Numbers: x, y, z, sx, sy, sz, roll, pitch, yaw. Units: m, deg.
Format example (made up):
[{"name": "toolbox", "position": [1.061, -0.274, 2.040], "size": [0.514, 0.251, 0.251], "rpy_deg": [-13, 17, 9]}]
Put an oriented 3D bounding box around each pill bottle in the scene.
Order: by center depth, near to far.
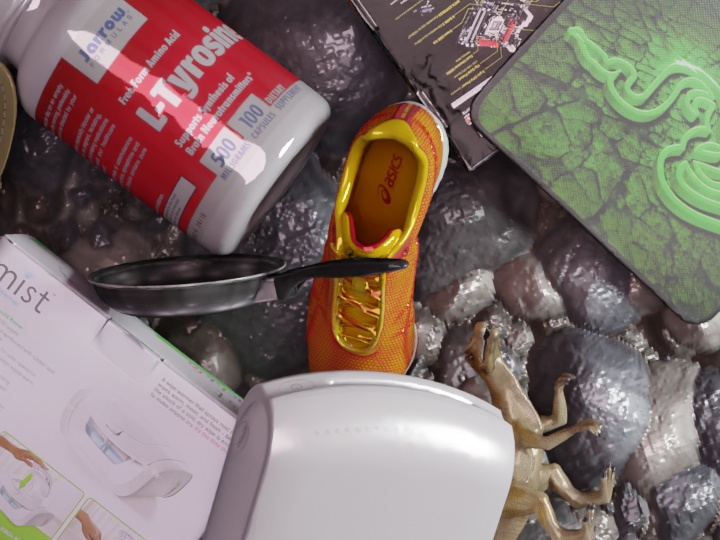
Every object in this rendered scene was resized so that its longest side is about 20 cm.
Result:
[{"name": "pill bottle", "position": [-0.126, -0.109, 1.402], "size": [0.200, 0.112, 0.112], "rpy_deg": [36, 92, 3]}]

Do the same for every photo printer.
[{"name": "photo printer", "position": [-0.007, 0.151, 1.362], "size": [0.166, 0.069, 0.201], "rpy_deg": [8, 112, -24]}]

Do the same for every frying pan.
[{"name": "frying pan", "position": [-0.062, 0.005, 1.377], "size": [0.189, 0.115, 0.031], "rpy_deg": [-2, 99, 6]}]

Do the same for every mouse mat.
[{"name": "mouse mat", "position": [0.182, -0.085, 1.403], "size": [0.200, 0.008, 0.161], "rpy_deg": [41, 96, -14]}]

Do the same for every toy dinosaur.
[{"name": "toy dinosaur", "position": [0.095, 0.128, 1.425], "size": [0.101, 0.058, 0.201], "rpy_deg": [8, 101, 21]}]

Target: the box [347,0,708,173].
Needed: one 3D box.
[{"name": "box", "position": [0.099, -0.179, 1.419], "size": [0.200, 0.049, 0.160], "rpy_deg": [-36, 90, 3]}]

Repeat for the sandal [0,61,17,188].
[{"name": "sandal", "position": [-0.254, -0.049, 1.439], "size": [0.077, 0.070, 0.212], "rpy_deg": [22, 114, -3]}]

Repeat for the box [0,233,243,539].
[{"name": "box", "position": [-0.175, 0.106, 1.413], "size": [0.200, 0.097, 0.177], "rpy_deg": [36, 92, 4]}]

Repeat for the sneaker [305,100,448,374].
[{"name": "sneaker", "position": [0.000, 0.000, 1.399], "size": [0.073, 0.077, 0.201], "rpy_deg": [13, 109, 14]}]
